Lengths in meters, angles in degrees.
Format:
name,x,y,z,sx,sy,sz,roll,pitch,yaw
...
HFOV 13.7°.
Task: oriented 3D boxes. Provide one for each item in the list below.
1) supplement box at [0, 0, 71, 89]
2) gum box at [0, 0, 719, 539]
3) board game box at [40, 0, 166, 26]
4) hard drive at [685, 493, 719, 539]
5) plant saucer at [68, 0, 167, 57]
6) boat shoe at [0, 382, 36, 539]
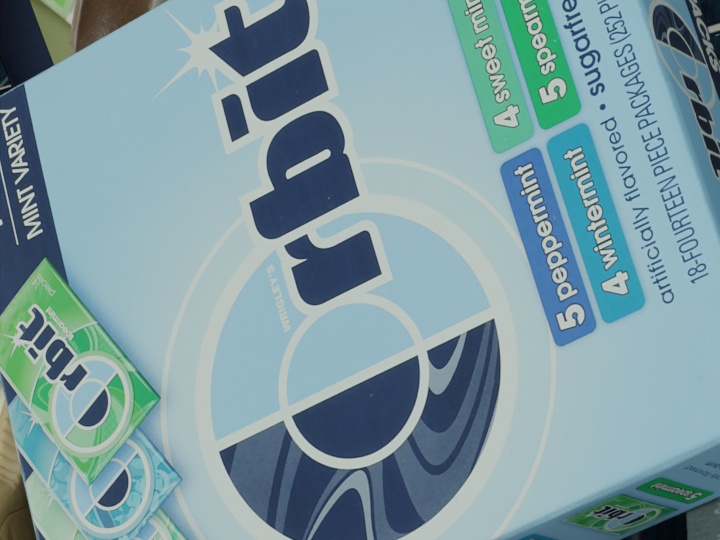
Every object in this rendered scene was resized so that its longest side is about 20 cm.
name,x,y,z,sx,sy,sz,roll,pitch,yaw
supplement box,-0.021,-0.102,1.230,0.199,0.134,0.200,-16,15,13
gum box,0.000,0.000,0.739,0.200,0.170,0.045,-26,-24,26
board game box,-0.038,-0.096,1.101,0.096,0.200,0.030,-52,-18,5
hard drive,0.175,0.036,0.712,0.200,0.033,0.140,-17,16,10
plant saucer,-0.003,-0.076,1.058,0.200,0.201,0.034,-17,-10,11
boat shoe,-0.115,0.081,0.847,0.065,0.072,0.200,-17,19,6
